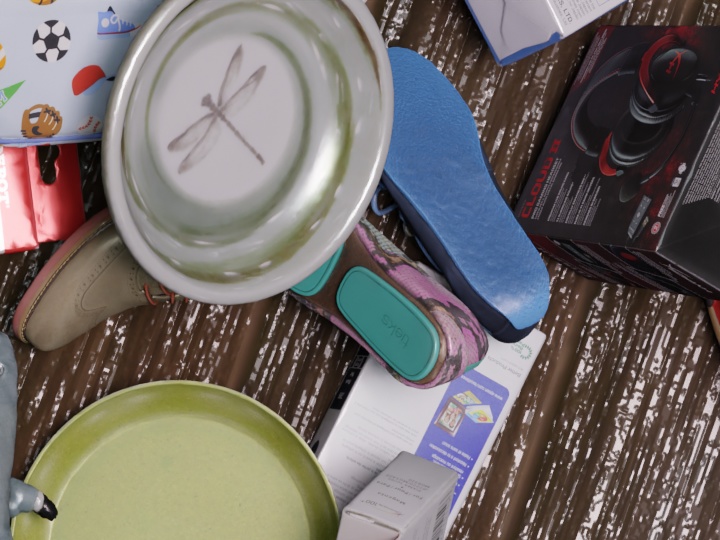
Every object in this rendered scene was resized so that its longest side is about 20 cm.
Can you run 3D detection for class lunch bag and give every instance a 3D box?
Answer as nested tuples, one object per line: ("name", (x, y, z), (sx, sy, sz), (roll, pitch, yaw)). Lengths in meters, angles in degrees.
("lunch bag", (-0.147, -0.157, 1.555), (0.199, 0.075, 0.161), (-11, 111, -32))

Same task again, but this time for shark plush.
("shark plush", (-0.209, 0.139, 1.598), (0.083, 0.091, 0.201), (-17, 79, -36))

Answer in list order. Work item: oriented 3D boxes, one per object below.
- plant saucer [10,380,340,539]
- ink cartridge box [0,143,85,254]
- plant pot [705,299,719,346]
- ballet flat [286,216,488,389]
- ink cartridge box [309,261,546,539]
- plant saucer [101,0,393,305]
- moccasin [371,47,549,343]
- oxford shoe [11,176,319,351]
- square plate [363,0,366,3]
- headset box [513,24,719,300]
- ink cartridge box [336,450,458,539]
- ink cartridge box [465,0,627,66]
("plant saucer", (-0.108, 0.166, 1.636), (0.199, 0.031, 0.201), (0, 84, 4))
("ink cartridge box", (-0.256, -0.062, 1.601), (0.199, 0.067, 0.117), (-8, 92, -17))
("plant pot", (0.314, -0.009, 1.709), (0.182, 0.200, 0.201), (-14, 94, -9))
("ballet flat", (0.000, 0.000, 1.661), (0.200, 0.071, 0.069), (42, 114, 26))
("ink cartridge box", (0.027, 0.104, 1.701), (0.099, 0.039, 0.201), (30, 80, -15))
("plant saucer", (-0.071, -0.083, 1.554), (0.199, 0.050, 0.201), (-14, 113, -35))
("moccasin", (0.045, -0.040, 1.679), (0.080, 0.068, 0.201), (-17, 67, -15))
("oxford shoe", (-0.114, -0.007, 1.621), (0.200, 0.070, 0.075), (-37, 71, 1))
("square plate", (-0.032, -0.266, 1.660), (0.200, 0.028, 0.198), (47, 59, -12))
("headset box", (0.181, -0.068, 1.666), (0.075, 0.200, 0.149), (29, 83, -25))
("ink cartridge box", (-0.009, 0.228, 1.590), (0.043, 0.174, 0.201), (20, 115, 18))
("ink cartridge box", (0.142, -0.232, 1.699), (0.200, 0.076, 0.137), (-32, 99, -32))
